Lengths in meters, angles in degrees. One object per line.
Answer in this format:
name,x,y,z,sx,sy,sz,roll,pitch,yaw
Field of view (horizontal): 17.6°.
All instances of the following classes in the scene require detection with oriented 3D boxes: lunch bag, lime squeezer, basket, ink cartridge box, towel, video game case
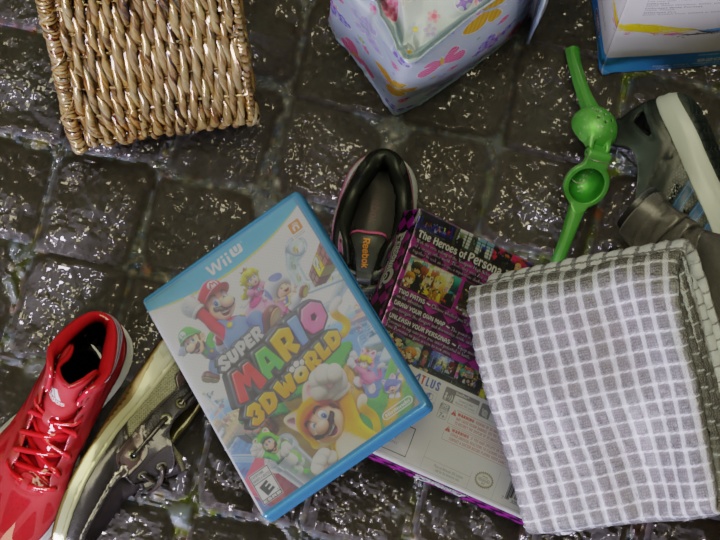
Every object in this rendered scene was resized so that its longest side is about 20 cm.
lunch bag,0.084,-0.223,1.745,0.200,0.170,0.127,-37,83,-9
lime squeezer,0.163,-0.082,1.765,0.038,0.071,0.200,16,75,-38
basket,-0.161,-0.207,1.721,0.149,0.200,0.143,-9,48,-1
ink cartridge box,0.251,-0.250,1.737,0.144,0.200,0.147,-4,78,-1
towel,0.175,0.089,1.638,0.165,0.086,0.200,-12,98,22
video game case,0.090,0.076,1.710,0.200,0.036,0.181,24,78,-21
video game case,-0.055,0.059,1.667,0.143,0.018,0.200,-35,63,7

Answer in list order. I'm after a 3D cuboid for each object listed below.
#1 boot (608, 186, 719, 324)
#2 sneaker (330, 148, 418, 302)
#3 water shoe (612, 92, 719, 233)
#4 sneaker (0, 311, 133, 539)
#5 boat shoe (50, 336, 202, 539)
boot,0.243,0.037,1.716,0.132,0.200,0.070,32,45,31
sneaker,0.000,0.000,1.738,0.080,0.086,0.200,3,78,2
water shoe,0.250,-0.034,1.769,0.079,0.071,0.200,-22,78,22
sneaker,-0.233,0.114,1.694,0.078,0.116,0.200,21,78,4
boat shoe,-0.158,0.130,1.714,0.065,0.073,0.200,28,77,8
